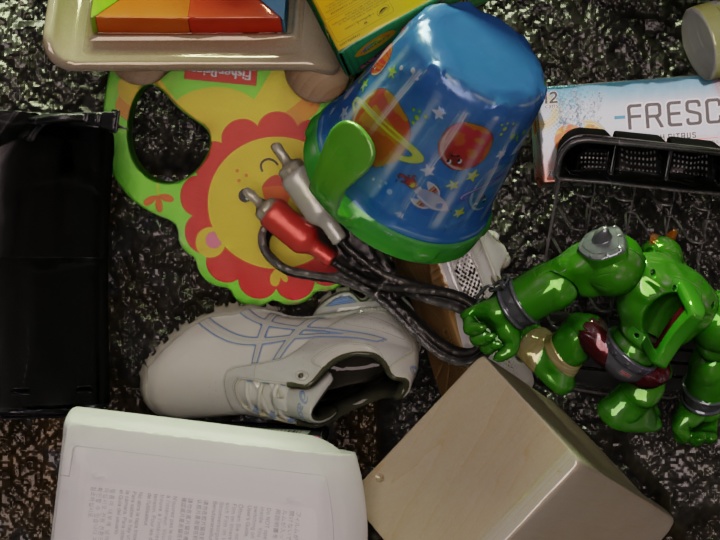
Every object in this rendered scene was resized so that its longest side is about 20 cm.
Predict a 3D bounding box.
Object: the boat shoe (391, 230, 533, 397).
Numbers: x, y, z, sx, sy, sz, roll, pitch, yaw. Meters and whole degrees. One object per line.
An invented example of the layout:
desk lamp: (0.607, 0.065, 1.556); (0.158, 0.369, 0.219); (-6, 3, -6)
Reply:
boat shoe: (0.069, -0.002, 1.445); (0.069, 0.071, 0.202); (-11, 80, -25)

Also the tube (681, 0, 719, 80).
tube: (0.317, -0.178, 1.414); (0.199, 0.052, 0.058); (-18, 73, -13)

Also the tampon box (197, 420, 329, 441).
tampon box: (-0.097, 0.205, 1.410); (0.149, 0.126, 0.202); (2, 89, 2)

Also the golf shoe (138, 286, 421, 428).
golf shoe: (-0.056, 0.070, 1.419); (0.198, 0.097, 0.079); (-15, 121, 4)

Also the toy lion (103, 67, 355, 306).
toy lion: (-0.082, -0.074, 1.453); (0.198, 0.069, 0.193); (7, 97, 2)

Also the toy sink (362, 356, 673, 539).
toy sink: (0.104, 0.157, 1.398); (0.130, 0.200, 0.112); (-47, 59, 7)

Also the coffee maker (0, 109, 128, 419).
coffee maker: (-0.230, -0.003, 1.386); (0.134, 0.192, 0.202); (0, 91, -14)

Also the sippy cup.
sippy cup: (0.050, -0.097, 1.342); (0.139, 0.179, 0.131); (26, 130, -12)

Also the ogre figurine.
ogre figurine: (0.178, 0.040, 1.348); (0.200, 0.098, 0.120); (37, 122, -7)

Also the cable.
cable: (0.000, 0.000, 1.391); (0.097, 0.050, 0.200); (-45, 76, 13)

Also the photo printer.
photo printer: (-0.095, 0.179, 1.311); (0.198, 0.069, 0.168); (6, 89, 2)

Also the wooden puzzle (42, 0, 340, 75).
wooden puzzle: (-0.108, -0.214, 1.420); (0.198, 0.037, 0.186); (3, 56, 0)

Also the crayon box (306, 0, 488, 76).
crayon box: (0.049, -0.229, 1.359); (0.199, 0.058, 0.119); (-28, 77, 2)

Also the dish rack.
dish rack: (0.191, 0.001, 1.409); (0.152, 0.055, 0.201); (6, 114, -4)

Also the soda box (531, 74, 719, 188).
soda box: (0.217, -0.098, 1.439); (0.198, 0.064, 0.069); (-4, 89, 1)
